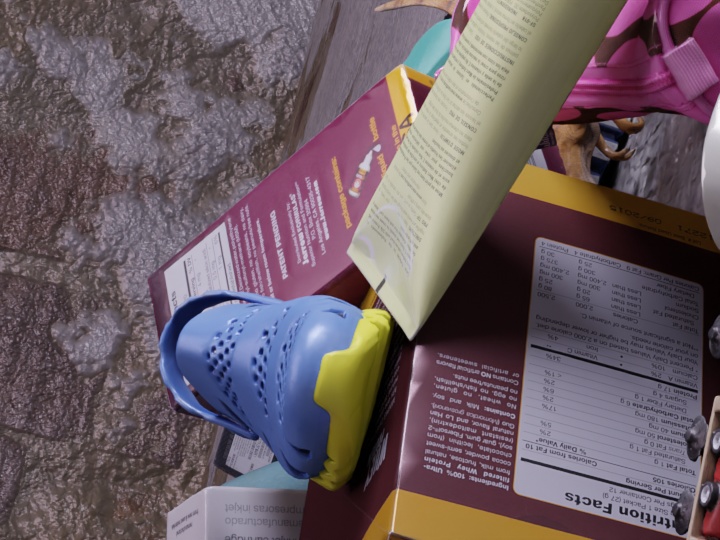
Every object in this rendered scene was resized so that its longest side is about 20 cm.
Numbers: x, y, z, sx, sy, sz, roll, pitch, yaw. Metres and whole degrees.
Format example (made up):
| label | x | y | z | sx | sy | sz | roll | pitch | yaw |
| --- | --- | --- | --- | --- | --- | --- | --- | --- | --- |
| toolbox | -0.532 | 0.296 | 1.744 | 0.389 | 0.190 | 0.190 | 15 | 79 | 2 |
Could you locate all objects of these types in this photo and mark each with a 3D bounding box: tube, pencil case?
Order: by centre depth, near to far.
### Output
| label | x | y | z | sx | sy | sz | roll | pitch | yaw |
| --- | --- | --- | --- | --- | --- | --- | --- | --- | --- |
| tube | 0.056 | -0.073 | 0.776 | 0.200 | 0.052 | 0.058 | -59 | -10 | 14 |
| pencil case | 0.112 | -0.097 | 0.836 | 0.200 | 0.094 | 0.091 | 5 | 116 | 66 |

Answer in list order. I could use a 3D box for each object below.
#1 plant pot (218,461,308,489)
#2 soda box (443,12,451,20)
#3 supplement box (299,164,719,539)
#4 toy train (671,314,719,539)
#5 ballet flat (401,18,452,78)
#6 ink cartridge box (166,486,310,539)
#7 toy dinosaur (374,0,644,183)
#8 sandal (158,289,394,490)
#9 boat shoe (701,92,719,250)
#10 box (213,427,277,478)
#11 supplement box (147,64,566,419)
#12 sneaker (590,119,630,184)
| label | x | y | z | sx | sy | sz | roll | pitch | yaw |
| --- | --- | --- | --- | --- | --- | --- | --- | --- | --- |
| plant pot | -0.033 | 0.189 | 1.178 | 0.200 | 0.135 | 0.200 | 14 | -90 | -88 |
| soda box | 0.102 | -0.158 | 1.245 | 0.200 | 0.071 | 0.063 | 154 | 132 | -79 |
| supplement box | 0.058 | 0.094 | 0.859 | 0.197 | 0.133 | 0.200 | 115 | 168 | -50 |
| toy train | 0.137 | 0.072 | 0.714 | 0.046 | 0.034 | 0.200 | 160 | 125 | -76 |
| ballet flat | 0.020 | -0.052 | 1.046 | 0.070 | 0.067 | 0.200 | -32 | -18 | -30 |
| ink cartridge box | -0.017 | 0.212 | 0.962 | 0.084 | 0.146 | 0.200 | 140 | 131 | -65 |
| toy dinosaur | 0.090 | -0.106 | 1.017 | 0.200 | 0.106 | 0.060 | 59 | -175 | 27 |
| sandal | -0.040 | 0.044 | 0.844 | 0.200 | 0.087 | 0.080 | 159 | 128 | -78 |
| boat shoe | 0.174 | -0.091 | 0.680 | 0.072 | 0.061 | 0.201 | 47 | -125 | -45 |
| box | -0.019 | 0.029 | 1.303 | 0.158 | 0.051 | 0.200 | -39 | -29 | -62 |
| supplement box | 0.000 | 0.000 | 0.987 | 0.200 | 0.110 | 0.086 | -38 | 50 | 33 |
| sneaker | 0.087 | -0.026 | 1.096 | 0.115 | 0.080 | 0.200 | 138 | 153 | -75 |
